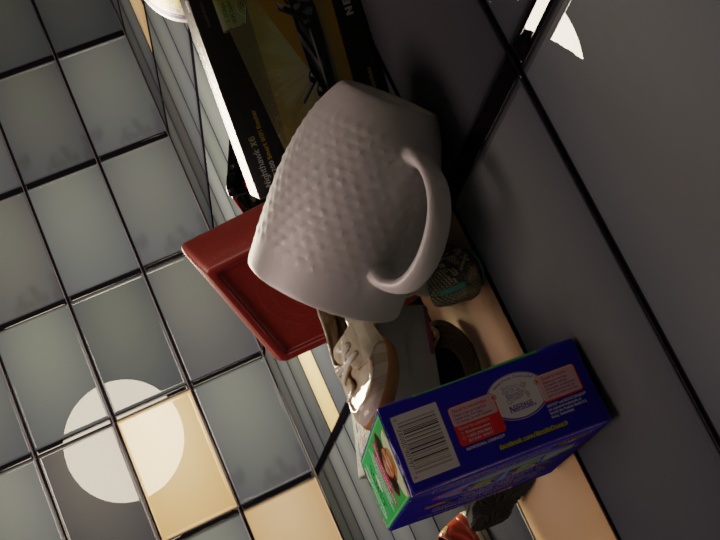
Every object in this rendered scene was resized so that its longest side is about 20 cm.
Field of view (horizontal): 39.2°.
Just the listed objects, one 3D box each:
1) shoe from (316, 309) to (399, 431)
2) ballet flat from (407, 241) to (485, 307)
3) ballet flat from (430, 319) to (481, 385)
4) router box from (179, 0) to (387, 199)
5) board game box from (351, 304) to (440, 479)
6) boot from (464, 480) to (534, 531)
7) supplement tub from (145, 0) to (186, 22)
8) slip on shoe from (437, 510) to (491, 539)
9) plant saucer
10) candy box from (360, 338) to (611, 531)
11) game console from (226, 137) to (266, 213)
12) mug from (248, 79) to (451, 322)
[{"bbox_3d":[-0.008,0.072,0.908,0.201,0.053,0.071,-104,34,-60],"label":"shoe"},{"bbox_3d":[0.051,-0.007,0.982,0.069,0.074,0.200,70,168,-18],"label":"ballet flat"},{"bbox_3d":[0.094,0.126,1.003,0.068,0.046,0.201,-59,36,35],"label":"ballet flat"},{"bbox_3d":[-0.064,-0.191,0.965,0.202,0.155,0.052,70,167,-15],"label":"router box"},{"bbox_3d":[0.032,0.133,1.061,0.200,0.063,0.150,123,140,-71],"label":"board game box"},{"bbox_3d":[0.108,0.158,1.080,0.166,0.065,0.202,103,151,-58],"label":"boot"},{"bbox_3d":[-0.220,-0.420,1.263,0.200,0.144,0.147,114,132,-73],"label":"supplement tub"},{"bbox_3d":[0.160,0.401,1.262,0.202,0.061,0.074,61,165,23],"label":"slip on shoe"},{"bbox_3d":[-0.057,0.009,1.073,0.200,0.198,0.037,54,-160,-37],"label":"plant saucer"},{"bbox_3d":[0.094,0.143,0.836,0.201,0.167,0.078,98,152,-67],"label":"candy box"},{"bbox_3d":[-0.088,-0.165,1.170,0.173,0.117,0.203,58,-154,-55],"label":"game console"},{"bbox_3d":[0.009,-0.056,0.860,0.200,0.146,0.178,38,112,50],"label":"mug"}]
